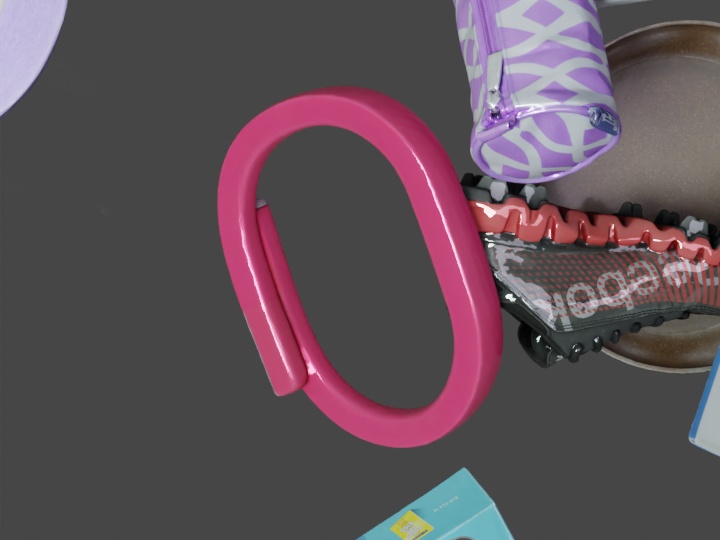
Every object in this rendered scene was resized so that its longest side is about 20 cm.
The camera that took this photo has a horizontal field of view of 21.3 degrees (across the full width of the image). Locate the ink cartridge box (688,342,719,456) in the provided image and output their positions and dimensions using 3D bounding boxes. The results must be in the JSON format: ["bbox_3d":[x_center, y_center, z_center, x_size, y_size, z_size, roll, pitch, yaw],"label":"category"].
[{"bbox_3d":[0.279,0.051,1.048,0.200,0.084,0.145,17,92,-51],"label":"ink cartridge box"}]

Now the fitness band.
[{"bbox_3d":[0.000,0.000,1.030,0.143,0.037,0.201,-16,97,32],"label":"fitness band"}]

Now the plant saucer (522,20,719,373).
[{"bbox_3d":[0.184,-0.042,1.103,0.199,0.032,0.201,-1,94,-9],"label":"plant saucer"}]

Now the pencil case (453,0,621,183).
[{"bbox_3d":[0.080,-0.143,1.013,0.085,0.084,0.201,12,56,-37],"label":"pencil case"}]

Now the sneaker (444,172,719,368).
[{"bbox_3d":[0.134,0.009,1.048,0.199,0.071,0.098,9,93,-8],"label":"sneaker"}]

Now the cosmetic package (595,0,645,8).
[{"bbox_3d":[0.192,-0.254,1.021,0.164,0.165,0.201,-11,95,-8],"label":"cosmetic package"}]

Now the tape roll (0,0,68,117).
[{"bbox_3d":[-0.250,-0.158,0.992,0.199,0.085,0.201,-1,95,-10],"label":"tape roll"}]

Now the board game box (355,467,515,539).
[{"bbox_3d":[0.013,0.227,1.062,0.200,0.047,0.151,-32,118,-6],"label":"board game box"}]
